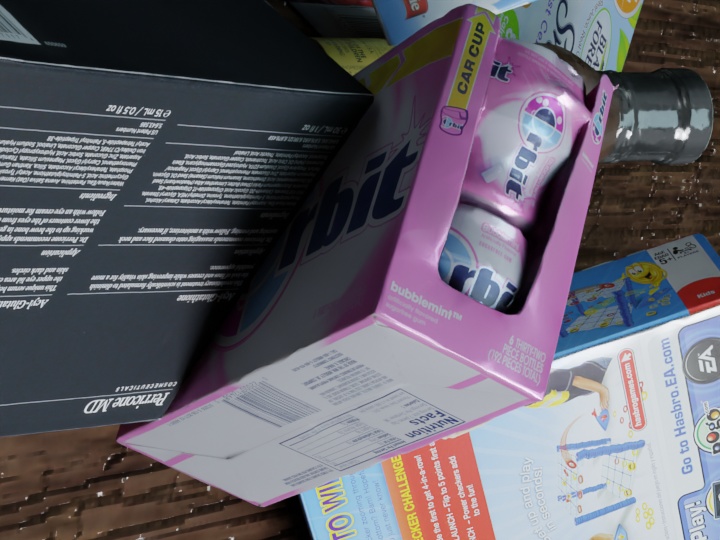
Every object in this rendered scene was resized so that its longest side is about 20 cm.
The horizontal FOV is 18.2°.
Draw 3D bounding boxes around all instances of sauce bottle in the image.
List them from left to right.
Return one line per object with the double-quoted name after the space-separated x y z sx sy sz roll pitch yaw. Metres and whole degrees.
0.049 -0.060 0.904 0.199 0.065 0.065 0 98 -26 "sauce bottle"

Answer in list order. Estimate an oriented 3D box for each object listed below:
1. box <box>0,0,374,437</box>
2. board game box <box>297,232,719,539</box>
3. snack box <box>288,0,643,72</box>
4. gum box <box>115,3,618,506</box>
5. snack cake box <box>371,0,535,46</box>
-0.107 -0.023 0.675 0.200 0.079 0.141 0 128 -58 "box"
0.078 0.106 0.960 0.056 0.195 0.201 -114 -172 -58 "board game box"
0.056 -0.129 0.992 0.200 0.053 0.143 43 61 -51 "snack box"
0.000 0.000 0.762 0.066 0.200 0.114 27 63 -22 "gum box"
0.016 -0.194 0.820 0.115 0.067 0.201 -54 125 -67 "snack cake box"
